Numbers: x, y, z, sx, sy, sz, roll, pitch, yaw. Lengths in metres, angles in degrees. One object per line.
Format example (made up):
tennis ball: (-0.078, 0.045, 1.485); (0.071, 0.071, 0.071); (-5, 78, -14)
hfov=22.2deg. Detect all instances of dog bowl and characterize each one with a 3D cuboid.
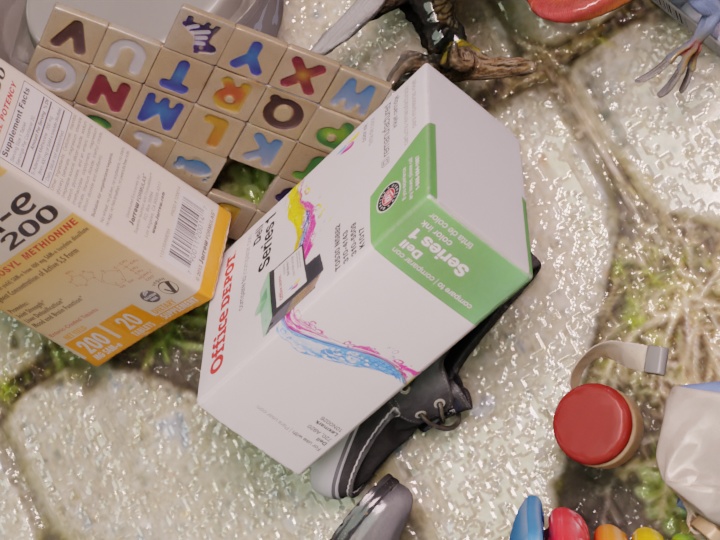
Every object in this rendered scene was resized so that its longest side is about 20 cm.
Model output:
dog bowl: (-0.140, -0.170, 1.173); (0.199, 0.059, 0.201); (-9, 49, 11)

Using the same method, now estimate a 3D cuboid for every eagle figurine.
eagle figurine: (0.052, -0.212, 1.130); (0.151, 0.151, 0.201); (-3, 93, 27)

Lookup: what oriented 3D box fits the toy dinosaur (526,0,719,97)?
toy dinosaur: (0.182, -0.198, 1.029); (0.181, 0.200, 0.105); (-24, 64, -24)

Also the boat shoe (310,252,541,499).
boat shoe: (0.044, 0.063, 1.127); (0.066, 0.070, 0.200); (32, 85, 19)

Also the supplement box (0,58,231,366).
supplement box: (-0.196, -0.034, 1.122); (0.126, 0.200, 0.074); (-29, 38, 40)

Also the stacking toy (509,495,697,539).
stacking toy: (0.184, 0.190, 1.055); (0.199, 0.110, 0.117); (-2, 98, 6)

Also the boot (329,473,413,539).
boot: (0.023, 0.235, 1.115); (0.131, 0.070, 0.201); (26, 102, 16)

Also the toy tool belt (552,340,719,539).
toy tool belt: (0.220, 0.106, 1.045); (0.199, 0.123, 0.125); (6, 82, 26)

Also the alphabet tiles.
alphabet tiles: (-0.105, -0.091, 1.111); (0.199, 0.167, 0.008); (19, 46, -15)

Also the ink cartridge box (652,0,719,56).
ink cartridge box: (0.282, -0.204, 1.097); (0.198, 0.043, 0.200); (43, 95, 18)

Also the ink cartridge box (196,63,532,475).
ink cartridge box: (0.000, 0.000, 1.071); (0.084, 0.145, 0.200); (36, 119, -23)
